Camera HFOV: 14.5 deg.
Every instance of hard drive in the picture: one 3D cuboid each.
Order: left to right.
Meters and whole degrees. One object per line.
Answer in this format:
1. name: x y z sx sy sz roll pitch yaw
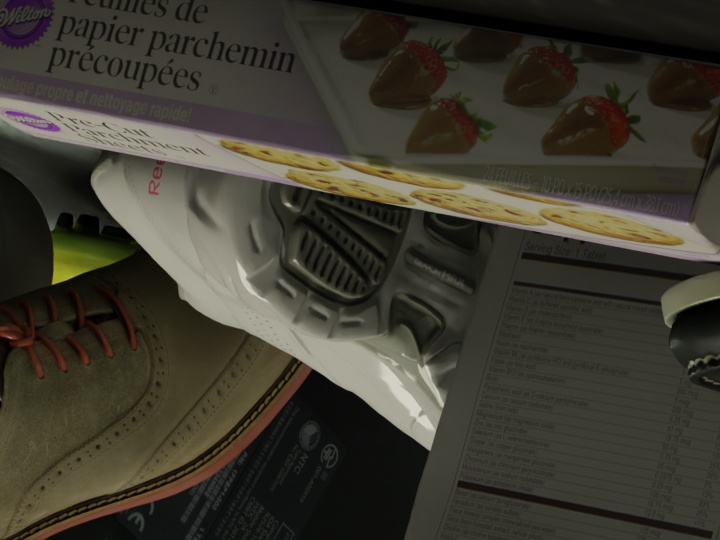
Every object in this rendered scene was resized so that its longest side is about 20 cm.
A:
1. hard drive: -0.035 0.091 0.991 0.033 0.140 0.200 6 147 44

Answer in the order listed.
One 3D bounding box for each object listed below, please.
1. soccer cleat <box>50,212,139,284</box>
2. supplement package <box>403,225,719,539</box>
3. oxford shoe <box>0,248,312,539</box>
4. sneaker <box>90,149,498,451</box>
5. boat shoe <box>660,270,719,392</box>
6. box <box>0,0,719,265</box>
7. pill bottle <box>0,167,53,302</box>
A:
1. soccer cleat: -0.077 0.034 1.059 0.065 0.084 0.200 14 169 14
2. supplement package: 0.085 0.090 0.773 0.114 0.201 0.109 9 167 39
3. oxford shoe: -0.086 0.034 0.865 0.070 0.200 0.075 46 165 29
4. sneaker: 0.000 0.000 0.832 0.099 0.078 0.200 16 163 43
5. boat shoe: 0.167 0.037 0.650 0.199 0.066 0.075 5 170 0
6. box: -0.002 -0.040 0.679 0.199 0.039 0.041 12 168 25
7. pill bottle: -0.187 -0.022 0.855 0.114 0.115 0.200 9 168 35
